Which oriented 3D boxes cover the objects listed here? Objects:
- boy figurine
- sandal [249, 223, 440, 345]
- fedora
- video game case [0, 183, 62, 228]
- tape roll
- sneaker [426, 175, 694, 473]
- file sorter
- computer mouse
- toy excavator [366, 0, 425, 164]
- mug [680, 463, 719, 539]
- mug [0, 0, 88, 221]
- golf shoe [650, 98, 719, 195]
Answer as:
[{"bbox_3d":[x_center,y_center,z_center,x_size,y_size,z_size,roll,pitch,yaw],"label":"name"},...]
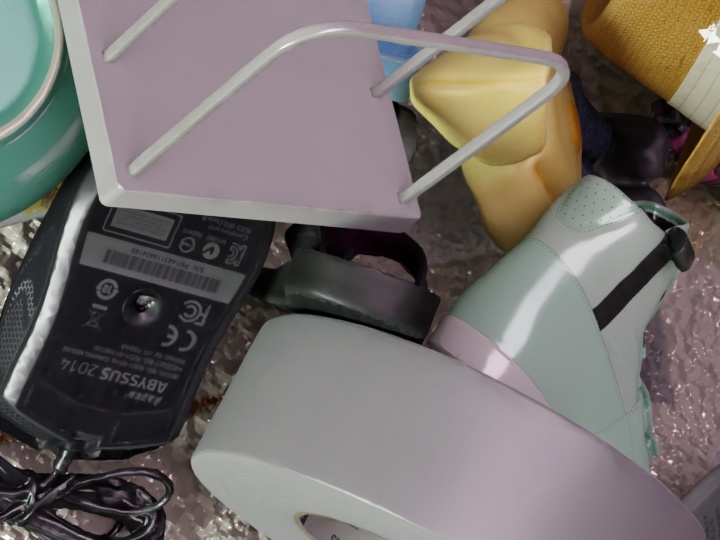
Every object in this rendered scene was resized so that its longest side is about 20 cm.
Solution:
[{"bbox_3d":[0.077,-0.065,1.130,0.064,0.200,0.125,-1,76,20],"label":"boy figurine"},{"bbox_3d":[0.001,0.000,1.070,0.075,0.200,0.048,20,86,-8],"label":"sandal"},{"bbox_3d":[0.147,-0.126,1.108,0.082,0.201,0.201,29,70,0],"label":"fedora"},{"bbox_3d":[-0.223,-0.100,1.089,0.182,0.023,0.200,-16,87,-25],"label":"video game case"},{"bbox_3d":[0.034,0.095,1.067,0.200,0.200,0.066,31,74,-16],"label":"tape roll"},{"bbox_3d":[0.113,0.039,1.126,0.118,0.074,0.200,-49,145,-7],"label":"sneaker"},{"bbox_3d":[-0.025,-0.134,0.975,0.139,0.125,0.200,5,61,-39],"label":"file sorter"},{"bbox_3d":[-0.107,0.019,1.071,0.138,0.053,0.200,22,106,-29],"label":"computer mouse"},{"bbox_3d":[-0.012,-0.147,1.138,0.100,0.194,0.200,21,101,-18],"label":"toy excavator"},{"bbox_3d":[0.205,0.179,1.142,0.175,0.148,0.200,39,32,-9],"label":"mug"},{"bbox_3d":[-0.172,-0.073,1.017,0.152,0.114,0.185,14,88,-20],"label":"mug"},{"bbox_3d":[0.190,-0.126,1.257,0.092,0.073,0.200,22,73,-44],"label":"golf shoe"}]
